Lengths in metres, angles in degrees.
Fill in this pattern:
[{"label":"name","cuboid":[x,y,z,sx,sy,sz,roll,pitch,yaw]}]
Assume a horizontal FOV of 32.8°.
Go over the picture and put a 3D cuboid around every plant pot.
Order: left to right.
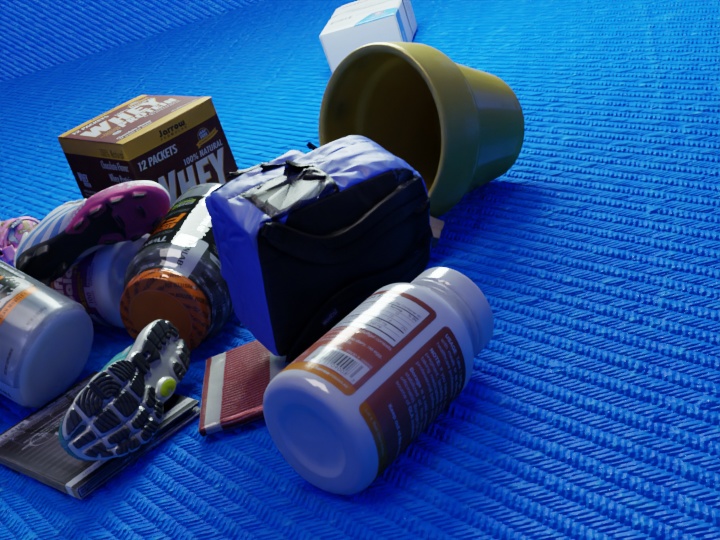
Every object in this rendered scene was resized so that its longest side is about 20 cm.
[{"label":"plant pot","cuboid":[0.084,-0.161,1.408,0.188,0.203,0.200,-11,11,-43]}]

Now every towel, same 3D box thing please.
[{"label":"towel","cuboid":[-0.056,0.092,1.166,0.198,0.023,0.144,-19,23,4]}]

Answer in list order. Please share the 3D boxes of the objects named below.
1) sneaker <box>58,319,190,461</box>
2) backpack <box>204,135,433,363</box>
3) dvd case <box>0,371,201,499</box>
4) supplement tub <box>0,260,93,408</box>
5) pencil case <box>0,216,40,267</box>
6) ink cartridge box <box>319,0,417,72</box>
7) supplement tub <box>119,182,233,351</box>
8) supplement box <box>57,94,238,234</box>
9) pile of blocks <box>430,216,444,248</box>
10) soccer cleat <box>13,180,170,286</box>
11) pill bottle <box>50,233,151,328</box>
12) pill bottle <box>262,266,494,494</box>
[{"label":"sneaker","cuboid":[-0.227,0.123,1.158,0.079,0.078,0.200,-30,11,27]},{"label":"backpack","cuboid":[-0.039,-0.046,1.186,0.199,0.164,0.168,-25,43,-22]},{"label":"dvd case","cuboid":[-0.266,0.156,1.200,0.148,0.016,0.199,-35,26,-34]},{"label":"supplement tub","cuboid":[-0.397,0.053,1.314,0.198,0.124,0.123,25,41,20]},{"label":"pencil case","cuboid":[-0.542,-0.036,1.795,0.199,0.086,0.084,0,61,41]},{"label":"ink cartridge box","cuboid":[0.018,-0.439,2.243,0.144,0.084,0.200,-14,23,15]},{"label":"supplement tub","cuboid":[-0.183,-0.001,1.346,0.121,0.124,0.201,-11,26,20]},{"label":"supplement box","cuboid":[-0.249,-0.100,1.532,0.132,0.202,0.196,-32,25,-28]},{"label":"pile of blocks","cuboid":[0.000,0.000,1.302,0.198,0.083,0.062,-17,-23,-17]},{"label":"soccer cleat","cuboid":[-0.302,-0.058,1.359,0.199,0.070,0.087,-27,38,11]},{"label":"pill bottle","cuboid":[-0.323,0.009,1.460,0.199,0.113,0.112,0,29,41]},{"label":"pill bottle","cuboid":[0.022,0.082,1.002,0.111,0.113,0.200,2,30,43]}]
